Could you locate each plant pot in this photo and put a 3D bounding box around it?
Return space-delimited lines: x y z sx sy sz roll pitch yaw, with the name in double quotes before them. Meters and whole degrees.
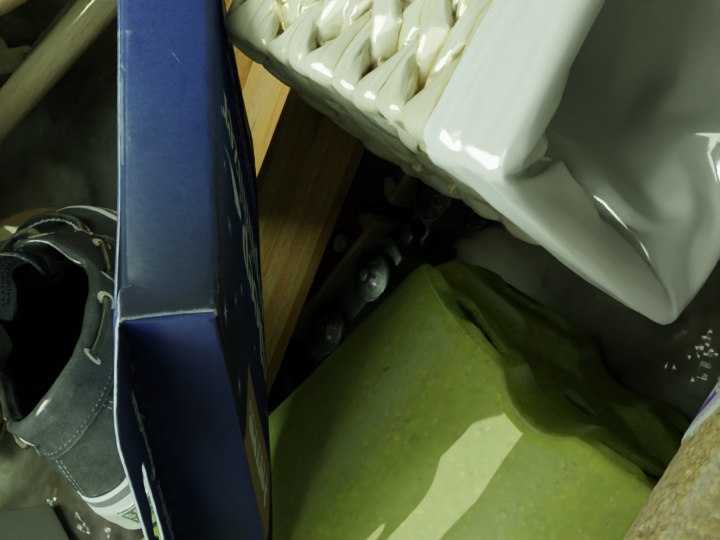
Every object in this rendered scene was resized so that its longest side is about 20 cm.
"plant pot" 0.018 0.105 0.800 0.200 0.200 0.184 44 105 26

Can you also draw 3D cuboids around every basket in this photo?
"basket" 0.068 -0.108 0.739 0.123 0.135 0.201 25 84 36

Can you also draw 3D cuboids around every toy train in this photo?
"toy train" 0.000 0.000 0.891 0.200 0.034 0.046 -52 52 27

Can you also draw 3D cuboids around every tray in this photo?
"tray" -0.036 -0.048 0.872 0.099 0.037 0.201 59 136 50

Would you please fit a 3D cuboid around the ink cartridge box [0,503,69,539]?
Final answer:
"ink cartridge box" -0.144 0.213 0.973 0.144 0.084 0.200 -44 68 30

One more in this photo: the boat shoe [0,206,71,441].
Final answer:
"boat shoe" -0.173 0.048 0.998 0.200 0.072 0.065 -32 73 27

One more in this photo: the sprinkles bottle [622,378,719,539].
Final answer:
"sprinkles bottle" 0.128 0.051 0.711 0.068 0.068 0.200 21 65 34

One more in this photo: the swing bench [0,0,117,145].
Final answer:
"swing bench" -0.156 -0.169 0.932 0.200 0.130 0.199 -37 69 9

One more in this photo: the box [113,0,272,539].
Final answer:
"box" -0.049 -0.003 0.726 0.032 0.121 0.201 -5 52 3

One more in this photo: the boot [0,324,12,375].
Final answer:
"boot" -0.218 0.040 0.806 0.199 0.077 0.139 24 99 21

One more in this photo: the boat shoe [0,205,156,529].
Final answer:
"boat shoe" -0.103 0.018 0.842 0.070 0.066 0.200 -47 27 11
